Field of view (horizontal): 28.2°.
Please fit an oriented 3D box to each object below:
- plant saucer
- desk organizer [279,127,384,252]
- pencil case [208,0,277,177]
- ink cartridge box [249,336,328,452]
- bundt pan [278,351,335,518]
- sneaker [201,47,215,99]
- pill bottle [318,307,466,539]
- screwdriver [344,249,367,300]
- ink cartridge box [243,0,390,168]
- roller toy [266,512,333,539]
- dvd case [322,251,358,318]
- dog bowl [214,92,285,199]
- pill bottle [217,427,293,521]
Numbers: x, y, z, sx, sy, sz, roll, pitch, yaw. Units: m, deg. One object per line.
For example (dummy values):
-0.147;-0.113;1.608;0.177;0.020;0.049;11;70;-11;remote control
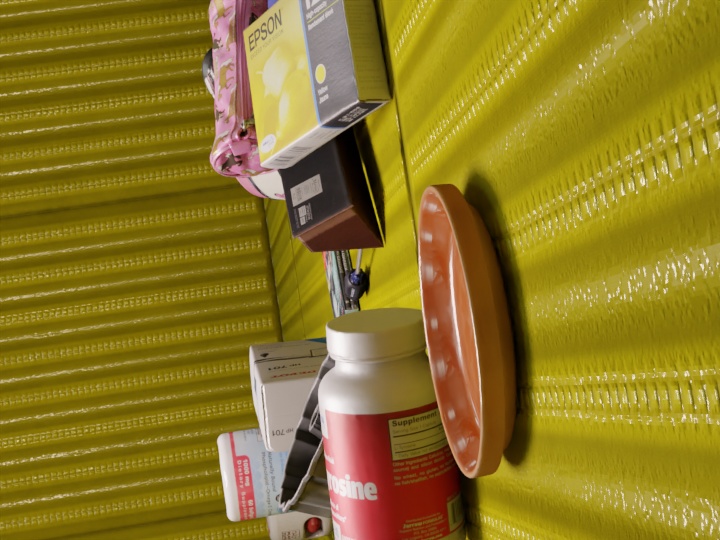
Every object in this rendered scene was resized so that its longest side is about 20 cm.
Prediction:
0.074;0.040;0.988;0.200;0.032;0.203;172;90;-83;plant saucer
-0.038;-0.100;1.518;0.077;0.071;0.201;49;-160;-44;desk organizer
-0.121;-0.200;1.509;0.086;0.082;0.202;-24;60;41;pencil case
-0.053;0.143;1.715;0.200;0.144;0.087;-135;40;-79;ink cartridge box
-0.013;0.162;1.460;0.202;0.075;0.204;-158;90;-83;bundt pan
-0.113;-0.226;1.888;0.200;0.115;0.076;46;-124;-38;sneaker
0.024;0.138;1.184;0.112;0.111;0.203;-131;34;-78;pill bottle
0.000;0.000;1.609;0.029;0.028;0.200;50;167;7;screwdriver
-0.051;-0.224;1.377;0.197;0.047;0.203;-27;71;57;ink cartridge box
-0.129;0.425;2.738;0.200;0.138;0.185;-144;45;-80;roller toy
-0.030;-0.002;1.888;0.147;0.022;0.202;94;168;-60;dvd case
-0.099;-0.174;1.668;0.200;0.073;0.203;38;-133;-56;dog bowl
-0.074;0.243;1.776;0.109;0.197;0.110;172;90;-84;pill bottle
